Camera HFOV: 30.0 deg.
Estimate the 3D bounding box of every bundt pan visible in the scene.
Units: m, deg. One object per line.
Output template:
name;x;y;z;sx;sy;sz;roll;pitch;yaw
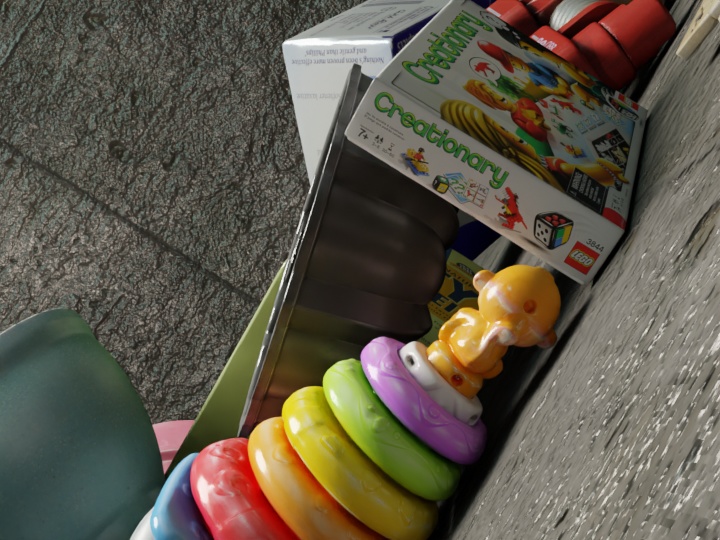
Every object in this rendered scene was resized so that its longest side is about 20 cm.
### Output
bundt pan;0.000;0.000;0.702;0.202;0.075;0.203;-163;90;-86

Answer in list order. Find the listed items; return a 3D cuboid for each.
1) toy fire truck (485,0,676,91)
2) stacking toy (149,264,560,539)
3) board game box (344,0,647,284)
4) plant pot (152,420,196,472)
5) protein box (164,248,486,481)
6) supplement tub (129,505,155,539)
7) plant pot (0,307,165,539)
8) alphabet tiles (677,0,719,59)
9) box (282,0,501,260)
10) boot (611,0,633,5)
toy fire truck;0.153;-0.176;0.908;0.200;0.129;0.176;-37;19;6
stacking toy;0.012;0.071;0.589;0.200;0.116;0.110;-47;4;11
board game box;0.076;-0.073;0.663;0.035;0.126;0.200;-59;-1;26
plant pot;-0.130;0.236;0.980;0.201;0.199;0.179;-59;14;13
protein box;-0.017;0.080;0.923;0.199;0.134;0.200;-59;-1;20
supplement tub;-0.091;0.210;0.762;0.123;0.122;0.200;-58;-1;-38
plant pot;-0.193;0.141;0.806;0.200;0.134;0.200;-48;-9;-10
alphabet tiles;0.198;-0.178;0.569;0.168;0.008;0.200;-58;-1;-28
box;0.046;-0.111;1.063;0.184;0.104;0.201;-37;-56;-48
boot;0.174;-0.161;1.084;0.200;0.074;0.155;-51;-1;9
